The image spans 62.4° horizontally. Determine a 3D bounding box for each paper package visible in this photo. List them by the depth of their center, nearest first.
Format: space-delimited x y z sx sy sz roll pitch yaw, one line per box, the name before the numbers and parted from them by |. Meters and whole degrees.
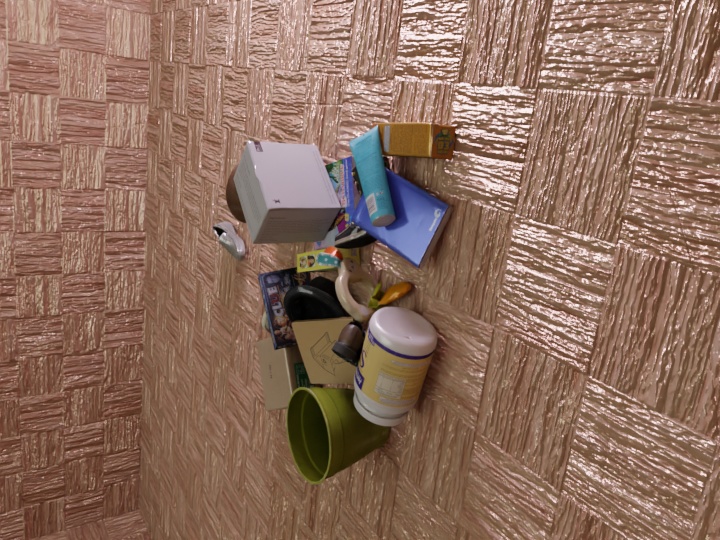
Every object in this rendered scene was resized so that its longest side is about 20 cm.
paper package | -0.201 0.276 1.655 0.189 0.101 0.207 -25 71 54

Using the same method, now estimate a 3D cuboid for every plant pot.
plant pot | -0.041 0.351 1.343 0.198 0.188 0.208 8 100 54
plant pot | -0.238 -0.201 1.623 0.197 0.184 0.194 21 110 39

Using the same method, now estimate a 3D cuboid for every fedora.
fedora | -0.097 0.086 1.471 0.200 0.199 0.093 -36 20 50

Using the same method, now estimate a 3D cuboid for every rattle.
rattle | 0.000 0.000 1.296 0.204 0.127 0.143 63 148 16

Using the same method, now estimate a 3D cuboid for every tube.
tube | 0.025 -0.191 1.207 0.076 0.050 0.206 -21 70 23

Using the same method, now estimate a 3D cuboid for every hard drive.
hard drive | 0.079 -0.113 1.201 0.198 0.025 0.135 36 105 33

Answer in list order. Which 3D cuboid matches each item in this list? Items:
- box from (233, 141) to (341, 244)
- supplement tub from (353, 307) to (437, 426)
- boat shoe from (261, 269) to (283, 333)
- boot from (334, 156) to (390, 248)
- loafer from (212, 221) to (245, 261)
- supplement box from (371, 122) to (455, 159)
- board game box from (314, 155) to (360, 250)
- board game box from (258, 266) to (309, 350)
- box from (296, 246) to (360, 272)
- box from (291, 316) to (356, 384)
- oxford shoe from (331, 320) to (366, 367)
box | -0.179 -0.186 1.424 0.131 0.195 0.204 -52 52 46
supplement tub | 0.065 0.196 1.213 0.145 0.142 0.206 43 126 45
boat shoe | -0.238 0.098 1.728 0.064 0.071 0.205 35 119 34
boot | 0.009 -0.145 1.313 0.197 0.072 0.156 -26 70 39
loafer | -0.446 -0.097 2.012 0.200 0.068 0.072 47 129 44
supplement box | 0.101 -0.260 1.190 0.198 0.065 0.071 16 106 55
board game box | -0.055 -0.159 1.451 0.197 0.040 0.208 -5 89 56
board game box | -0.188 0.097 1.588 0.035 0.131 0.206 127 130 -61
box | -0.083 -0.025 1.479 0.198 0.073 0.052 -8 84 57
box | -0.068 0.195 1.427 0.195 0.021 0.169 -7 105 37
oxford shoe | -0.014 0.156 1.278 0.086 0.071 0.200 -62 -3 -12
